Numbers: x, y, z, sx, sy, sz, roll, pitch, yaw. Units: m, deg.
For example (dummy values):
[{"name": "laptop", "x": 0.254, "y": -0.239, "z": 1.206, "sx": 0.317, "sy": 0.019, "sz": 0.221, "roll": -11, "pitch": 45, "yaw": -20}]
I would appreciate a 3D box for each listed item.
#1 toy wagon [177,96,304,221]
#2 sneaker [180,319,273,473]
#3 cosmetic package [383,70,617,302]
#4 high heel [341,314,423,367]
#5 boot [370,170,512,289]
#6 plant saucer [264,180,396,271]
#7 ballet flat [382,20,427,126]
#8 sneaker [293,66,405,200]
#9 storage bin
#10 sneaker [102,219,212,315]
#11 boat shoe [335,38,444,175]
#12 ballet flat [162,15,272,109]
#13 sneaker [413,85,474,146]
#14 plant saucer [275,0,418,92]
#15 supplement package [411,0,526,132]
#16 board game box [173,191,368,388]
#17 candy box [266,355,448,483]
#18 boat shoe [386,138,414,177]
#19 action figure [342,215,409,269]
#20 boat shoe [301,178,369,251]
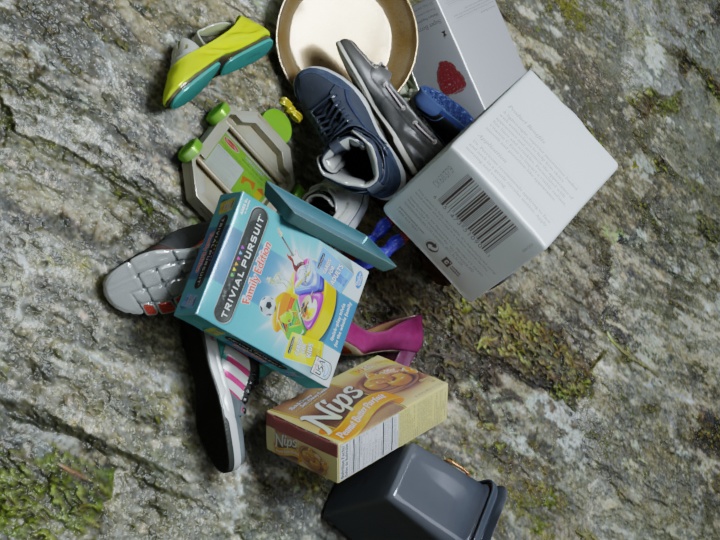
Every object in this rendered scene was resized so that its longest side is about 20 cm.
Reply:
[{"name": "toy wagon", "x": -0.135, "y": -0.133, "z": 1.604, "sx": 0.155, "sy": 0.040, "sz": 0.200, "roll": 48, "pitch": 52, "yaw": -23}, {"name": "sneaker", "x": -0.133, "y": 0.127, "z": 1.517, "sx": 0.121, "sy": 0.084, "sz": 0.200, "roll": -7, "pitch": 83, "yaw": -33}, {"name": "cosmetic package", "x": 0.171, "y": -0.103, "z": 1.593, "sx": 0.165, "sy": 0.165, "sz": 0.200, "roll": 48, "pitch": 50, "yaw": -1}, {"name": "high heel", "x": 0.006, "y": 0.068, "z": 1.660, "sx": 0.200, "sy": 0.067, "sz": 0.096, "roll": 34, "pitch": 68, "yaw": -48}, {"name": "boot", "x": 0.098, "y": -0.064, "z": 1.702, "sx": 0.064, "sy": 0.186, "sz": 0.200, "roll": -46, "pitch": 114, "yaw": -27}, {"name": "plant saucer", "x": -0.036, "y": -0.048, "z": 1.531, "sx": 0.019, "sy": 0.070, "sz": 0.200, "roll": -52, "pitch": 140, "yaw": 11}, {"name": "ballet flat", "x": 0.054, "y": -0.252, "z": 1.782, "sx": 0.069, "sy": 0.069, "sz": 0.200, "roll": -22, "pitch": 94, "yaw": -43}, {"name": "sneaker", "x": -0.029, "y": -0.176, "z": 1.599, "sx": 0.202, "sy": 0.077, "sz": 0.146, "roll": 52, "pitch": 15, "yaw": 10}, {"name": "storage bin", "x": 0.060, "y": 0.280, "z": 1.580, "sx": 0.134, "sy": 0.200, "sz": 0.146, "roll": 39, "pitch": 57, "yaw": -18}, {"name": "sneaker", "x": -0.206, "y": -0.010, "z": 1.499, "sx": 0.200, "sy": 0.082, "sz": 0.077, "roll": -22, "pitch": 115, "yaw": -22}, {"name": "boat shoe", "x": 0.039, "y": -0.219, "z": 1.681, "sx": 0.057, "sy": 0.067, "sz": 0.200, "roll": -32, "pitch": 100, "yaw": -3}, {"name": "ballet flat", "x": -0.188, "y": -0.258, "z": 1.581, "sx": 0.067, "sy": 0.067, "sz": 0.200, "roll": 46, "pitch": 47, "yaw": 3}, {"name": "sneaker", "x": 0.138, "y": -0.161, "z": 1.757, "sx": 0.200, "sy": 0.078, "sz": 0.070, "roll": 41, "pitch": 23, "yaw": -5}, {"name": "plant saucer", "x": -0.021, "y": -0.304, "z": 1.711, "sx": 0.200, "sy": 0.035, "sz": 0.200, "roll": -3, "pitch": 97, "yaw": -21}, {"name": "supplement package", "x": 0.138, "y": -0.291, "z": 1.831, "sx": 0.120, "sy": 0.121, "sz": 0.200, "roll": -33, "pitch": 101, "yaw": -42}, {"name": "board game box", "x": -0.096, "y": 0.025, "z": 1.473, "sx": 0.200, "sy": 0.047, "sz": 0.151, "roll": 32, "pitch": 67, "yaw": -34}, {"name": "candy box", "x": -0.002, "y": 0.171, "z": 1.540, "sx": 0.200, "sy": 0.115, "sz": 0.055, "roll": -24, "pitch": 122, "yaw": -44}, {"name": "boat shoe", "x": 0.097, "y": -0.118, "z": 1.791, "sx": 0.200, "sy": 0.064, "sz": 0.071, "roll": 46, "pitch": 22, "yaw": -32}, {"name": "action figure", "x": 0.000, "y": 0.000, "z": 1.656, "sx": 0.200, "sy": 0.065, "sz": 0.099, "roll": -28, "pitch": 145, "yaw": -11}, {"name": "boat shoe", "x": -0.046, "y": -0.075, "z": 1.628, "sx": 0.200, "sy": 0.072, "sz": 0.066, "roll": -60, "pitch": 148, "yaw": -37}]
